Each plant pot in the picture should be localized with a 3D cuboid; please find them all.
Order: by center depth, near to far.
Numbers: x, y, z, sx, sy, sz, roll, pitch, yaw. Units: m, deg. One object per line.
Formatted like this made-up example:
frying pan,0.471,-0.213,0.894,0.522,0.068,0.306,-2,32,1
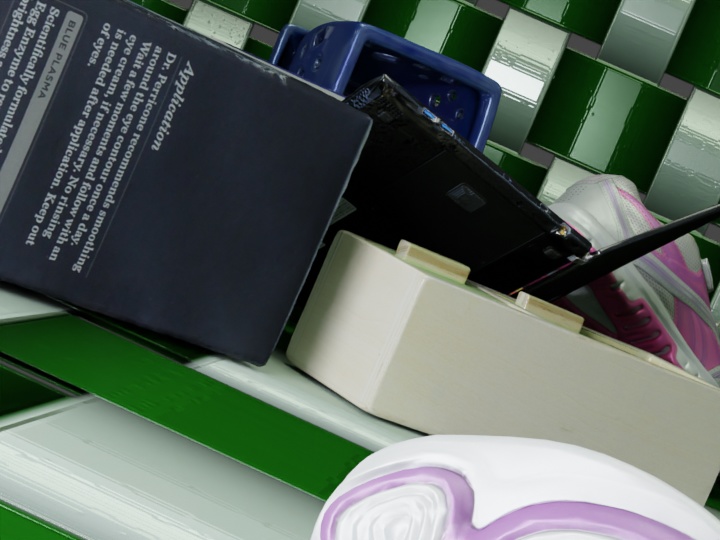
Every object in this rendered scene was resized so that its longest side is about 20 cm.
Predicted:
plant pot,-0.006,-0.138,2.251,0.199,0.201,0.180,20,-1,-35

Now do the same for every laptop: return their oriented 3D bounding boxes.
laptop,0.052,-0.031,1.069,0.200,0.104,0.177,38,-36,-17

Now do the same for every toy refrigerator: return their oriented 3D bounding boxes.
toy refrigerator,0.074,0.047,0.994,0.199,0.070,0.076,21,5,-34

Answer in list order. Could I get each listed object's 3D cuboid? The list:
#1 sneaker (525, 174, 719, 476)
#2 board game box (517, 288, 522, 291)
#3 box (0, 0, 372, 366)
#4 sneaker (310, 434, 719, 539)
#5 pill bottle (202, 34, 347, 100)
sneaker,0.166,0.027,1.220,0.081,0.088,0.200,-11,-59,45
board game box,0.000,0.000,1.220,0.103,0.020,0.200,-10,-16,32
box,-0.140,-0.066,0.905,0.200,0.118,0.196,22,4,-44
sneaker,0.078,0.098,0.395,0.199,0.075,0.100,29,-9,12
pill bottle,-0.086,-0.076,1.355,0.199,0.120,0.120,21,4,-38
